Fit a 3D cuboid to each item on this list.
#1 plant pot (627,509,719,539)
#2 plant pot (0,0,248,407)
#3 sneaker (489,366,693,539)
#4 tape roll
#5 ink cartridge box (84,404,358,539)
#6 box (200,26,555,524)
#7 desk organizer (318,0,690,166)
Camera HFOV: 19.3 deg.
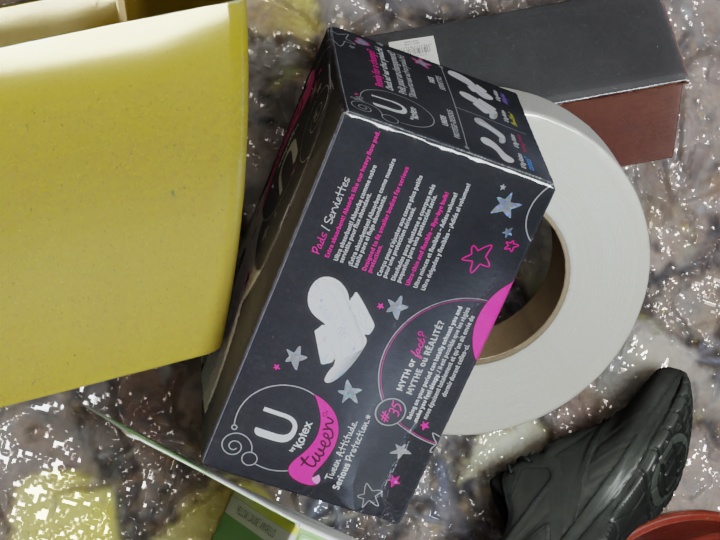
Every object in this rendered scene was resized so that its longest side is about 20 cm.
[{"bbox_3d":[0.231,0.242,1.191,0.199,0.195,0.203,1,87,-18],"label":"plant pot"},{"bbox_3d":[-0.165,-0.039,1.079,0.199,0.200,0.178,-13,104,-19],"label":"plant pot"},{"bbox_3d":[0.127,0.124,1.223,0.090,0.076,0.200,22,53,26],"label":"sneaker"},{"bbox_3d":[0.061,-0.003,1.179,0.201,0.037,0.204,-4,116,-7],"label":"tape roll"},{"bbox_3d":[-0.057,0.140,1.123,0.199,0.145,0.048,26,85,-16],"label":"ink cartridge box"},{"bbox_3d":[0.000,0.000,1.078,0.114,0.132,0.201,19,112,-13],"label":"box"},{"bbox_3d":[0.081,-0.096,1.214,0.198,0.077,0.072,-10,57,-4],"label":"desk organizer"}]
